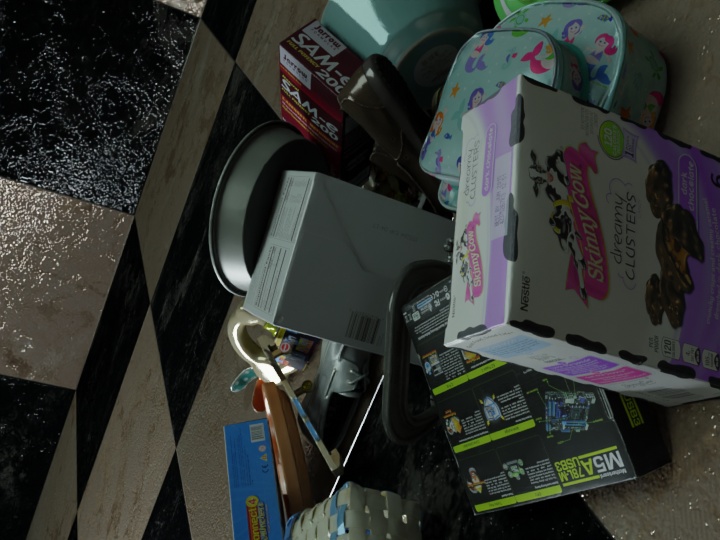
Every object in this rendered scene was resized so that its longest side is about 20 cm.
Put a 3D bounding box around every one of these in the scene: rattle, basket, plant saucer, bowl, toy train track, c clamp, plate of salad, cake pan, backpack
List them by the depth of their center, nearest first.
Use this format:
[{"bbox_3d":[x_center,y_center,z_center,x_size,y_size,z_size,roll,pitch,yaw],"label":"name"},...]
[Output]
[{"bbox_3d":[0.155,-0.129,0.767,0.177,0.150,0.202,22,87,53],"label":"backpack"},{"bbox_3d":[-0.019,0.317,0.873,0.200,0.138,0.178,-48,29,36],"label":"basket"},{"bbox_3d":[0.074,0.065,0.874,0.027,0.170,0.203,9,94,33],"label":"c clamp"},{"bbox_3d":[-0.094,-0.064,1.010,0.036,0.200,0.203,16,90,27],"label":"cake pan"},{"bbox_3d":[0.061,-0.259,1.029,0.202,0.199,0.106,-56,49,36],"label":"bowl"},{"bbox_3d":[-0.064,0.151,1.064,0.201,0.032,0.115,56,172,33],"label":"toy train track"},{"bbox_3d":[-0.088,0.237,1.121,0.200,0.032,0.203,168,90,-80],"label":"plant saucer"},{"bbox_3d":[0.035,-0.112,1.140,0.200,0.048,0.202,-45,37,47],"label":"plate of salad"},{"bbox_3d":[-0.126,0.096,1.347,0.202,0.128,0.144,92,-176,-47],"label":"rattle"}]

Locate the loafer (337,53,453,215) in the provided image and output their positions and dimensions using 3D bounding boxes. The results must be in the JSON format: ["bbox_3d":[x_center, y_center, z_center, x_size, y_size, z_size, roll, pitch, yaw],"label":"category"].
[{"bbox_3d":[0.045,-0.135,0.962,0.070,0.201,0.073,-24,26,25],"label":"loafer"}]

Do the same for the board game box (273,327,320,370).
[{"bbox_3d":[-0.058,0.009,1.173,0.166,0.056,0.202,122,165,-65],"label":"board game box"}]

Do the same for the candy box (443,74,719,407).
[{"bbox_3d":[0.161,-0.014,0.608,0.071,0.198,0.170,-28,51,58],"label":"candy box"}]

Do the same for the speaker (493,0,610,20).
[{"bbox_3d":[0.206,-0.285,0.821,0.199,0.087,0.090,-23,55,61],"label":"speaker"}]

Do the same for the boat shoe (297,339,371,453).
[{"bbox_3d":[-0.020,0.131,1.090,0.069,0.071,0.202,45,115,46],"label":"boat shoe"}]

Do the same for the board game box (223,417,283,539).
[{"bbox_3d":[-0.116,0.318,1.077,0.201,0.055,0.197,-105,9,-46],"label":"board game box"}]

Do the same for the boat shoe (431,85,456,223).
[{"bbox_3d":[0.127,-0.124,0.928,0.068,0.071,0.202,-42,47,42],"label":"boat shoe"}]

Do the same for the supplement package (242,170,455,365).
[{"bbox_3d":[0.000,0.000,0.955,0.111,0.198,0.158,16,89,66],"label":"supplement package"}]

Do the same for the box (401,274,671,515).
[{"bbox_3d":[0.127,0.084,0.722,0.200,0.047,0.195,-38,71,54],"label":"box"}]

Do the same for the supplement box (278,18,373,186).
[{"bbox_3d":[-0.039,-0.180,1.057,0.109,0.061,0.201,43,157,19],"label":"supplement box"}]
